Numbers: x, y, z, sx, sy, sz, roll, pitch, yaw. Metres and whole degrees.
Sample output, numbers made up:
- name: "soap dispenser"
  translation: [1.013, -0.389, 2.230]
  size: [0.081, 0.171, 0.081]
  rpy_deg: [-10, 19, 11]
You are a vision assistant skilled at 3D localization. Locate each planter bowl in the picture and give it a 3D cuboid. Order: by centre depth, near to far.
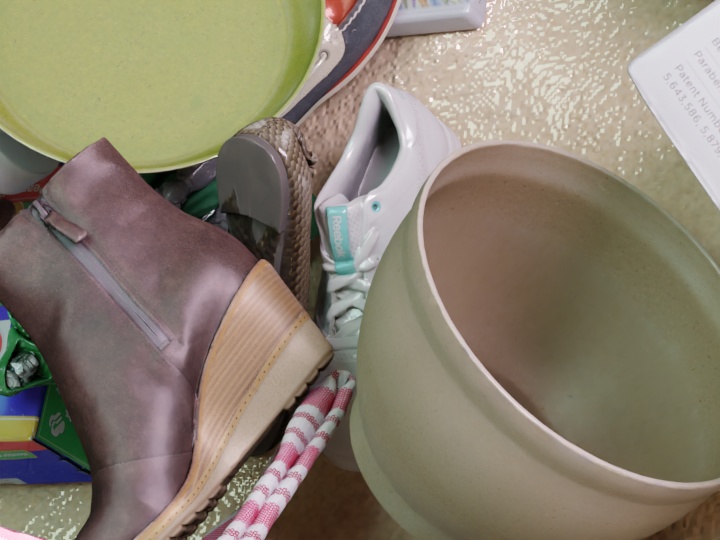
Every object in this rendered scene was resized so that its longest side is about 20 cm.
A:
- name: "planter bowl"
  translation: [0.078, 0.058, 1.364]
  size: [0.135, 0.200, 0.201]
  rpy_deg: [-51, 46, 37]

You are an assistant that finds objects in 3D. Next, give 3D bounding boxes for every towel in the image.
- name: "towel"
  translation: [-0.074, 0.139, 1.398]
  size: [0.146, 0.030, 0.200]
  rpy_deg: [-52, 2, 35]

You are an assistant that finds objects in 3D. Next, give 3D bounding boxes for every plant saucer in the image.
- name: "plant saucer"
  translation: [-0.118, -0.129, 1.515]
  size: [0.199, 0.031, 0.201]
  rpy_deg: [1, 60, -1]

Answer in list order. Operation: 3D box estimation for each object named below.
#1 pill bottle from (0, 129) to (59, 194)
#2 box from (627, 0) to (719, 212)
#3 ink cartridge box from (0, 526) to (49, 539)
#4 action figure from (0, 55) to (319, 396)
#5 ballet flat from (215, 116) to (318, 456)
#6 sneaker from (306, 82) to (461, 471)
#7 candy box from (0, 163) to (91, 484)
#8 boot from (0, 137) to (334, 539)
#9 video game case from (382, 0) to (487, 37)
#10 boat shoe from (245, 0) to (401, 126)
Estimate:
- name: "pill bottle"
  translation: [-0.268, -0.051, 1.564]
  size: [0.199, 0.116, 0.116]
  rpy_deg: [-26, 57, 22]
- name: "box"
  translation: [0.232, -0.047, 1.250]
  size: [0.131, 0.199, 0.200]
  rpy_deg: [-35, 86, 13]
- name: "ink cartridge box"
  translation: [-0.199, 0.240, 1.460]
  size: [0.145, 0.084, 0.201]
  rpy_deg: [146, 140, -67]
- name: "action figure"
  translation: [-0.118, -0.003, 1.518]
  size: [0.200, 0.118, 0.055]
  rpy_deg: [-43, 8, -8]
- name: "ballet flat"
  translation: [-0.048, 0.008, 1.483]
  size: [0.067, 0.201, 0.046]
  rpy_deg: [23, 37, 27]
- name: "sneaker"
  translation: [0.000, 0.000, 1.483]
  size: [0.075, 0.088, 0.201]
  rpy_deg: [0, 69, 22]
- name: "candy box"
  translation: [-0.209, 0.015, 1.617]
  size: [0.168, 0.077, 0.201]
  rpy_deg: [-3, 68, 32]
- name: "boot"
  translation: [-0.130, 0.055, 1.421]
  size: [0.166, 0.072, 0.200]
  rpy_deg: [39, 79, 5]
- name: "video game case"
  translation: [-0.008, -0.215, 1.633]
  size: [0.199, 0.022, 0.183]
  rpy_deg: [-3, 67, 31]
- name: "boat shoe"
  translation: [-0.048, -0.119, 1.570]
  size: [0.200, 0.062, 0.071]
  rpy_deg: [-52, 58, 12]
